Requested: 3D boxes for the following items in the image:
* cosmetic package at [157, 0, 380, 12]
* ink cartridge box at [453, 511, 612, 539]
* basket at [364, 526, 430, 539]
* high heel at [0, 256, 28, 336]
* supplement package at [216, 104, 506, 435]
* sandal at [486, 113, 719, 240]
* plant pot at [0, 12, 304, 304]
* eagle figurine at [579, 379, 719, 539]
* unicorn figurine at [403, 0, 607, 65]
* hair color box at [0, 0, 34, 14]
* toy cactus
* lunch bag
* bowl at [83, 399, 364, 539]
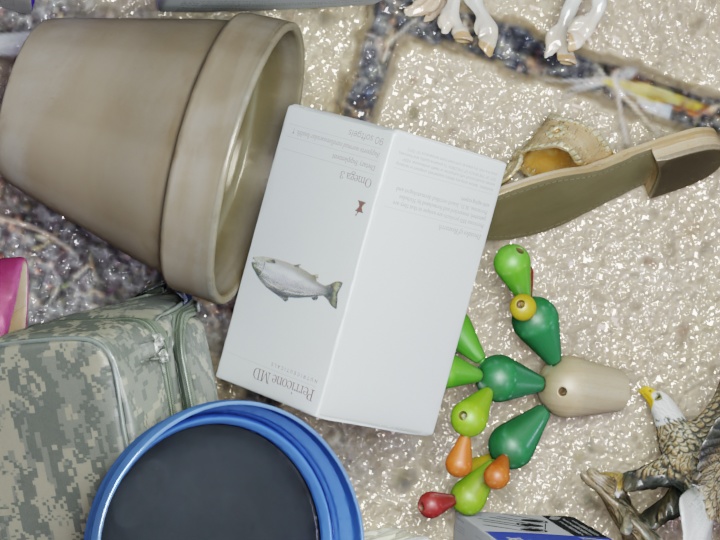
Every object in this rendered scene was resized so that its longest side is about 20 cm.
[{"bbox_3d":[-0.056,-0.266,1.609,0.166,0.200,0.167,-2,92,-9],"label":"cosmetic package"},{"bbox_3d":[0.127,0.204,1.652,0.094,0.200,0.044,4,91,-8],"label":"ink cartridge box"},{"bbox_3d":[-0.038,0.266,1.671,0.199,0.123,0.136,-12,94,-7],"label":"basket"},{"bbox_3d":[-0.240,0.093,1.665,0.096,0.067,0.201,-26,83,4],"label":"high heel"},{"bbox_3d":[0.000,0.000,1.644,0.117,0.117,0.201,13,93,-44],"label":"supplement package"},{"bbox_3d":[0.157,-0.083,1.725,0.211,0.078,0.070,-14,63,-14],"label":"sandal"},{"bbox_3d":[-0.148,-0.095,1.624,0.173,0.200,0.201,16,90,9],"label":"plant pot"},{"bbox_3d":[0.258,0.120,1.702,0.200,0.152,0.151,-34,83,-2],"label":"eagle figurine"},{"bbox_3d":[0.139,-0.219,1.699,0.199,0.074,0.138,11,80,-3],"label":"unicorn figurine"},{"bbox_3d":[-0.264,-0.222,1.580,0.109,0.200,0.065,15,91,-8],"label":"hair color box"},{"bbox_3d":[0.114,0.083,1.714,0.164,0.102,0.201,7,89,-27],"label":"toy cactus"},{"bbox_3d":[-0.162,0.117,1.634,0.139,0.168,0.201,-8,95,29],"label":"lunch bag"},{"bbox_3d":[-0.091,0.185,1.546,0.200,0.039,0.202,1,89,-32],"label":"bowl"}]
